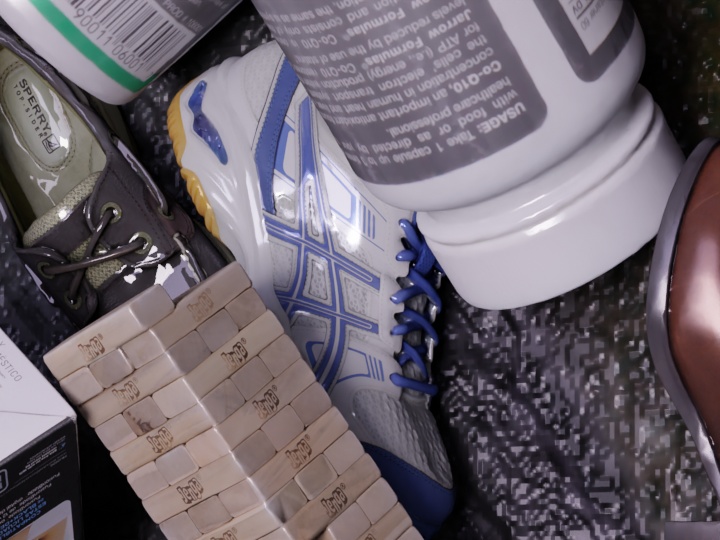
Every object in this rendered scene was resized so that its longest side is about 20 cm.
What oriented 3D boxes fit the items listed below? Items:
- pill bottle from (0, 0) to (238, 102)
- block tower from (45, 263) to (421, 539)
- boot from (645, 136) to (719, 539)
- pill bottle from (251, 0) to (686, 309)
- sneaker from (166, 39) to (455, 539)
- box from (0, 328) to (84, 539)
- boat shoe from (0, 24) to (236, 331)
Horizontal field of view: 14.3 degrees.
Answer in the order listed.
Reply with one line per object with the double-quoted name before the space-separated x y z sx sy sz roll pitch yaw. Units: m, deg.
"pill bottle" -0.056 -0.167 1.074 0.200 0.113 0.113 -42 67 7
"block tower" -0.023 0.092 0.990 0.054 0.058 0.200 -31 95 42
"boot" 0.198 0.044 0.954 0.200 0.068 0.189 -3 81 26
"pill bottle" 0.027 -0.092 0.985 0.113 0.113 0.200 -22 113 23
"sneaker" 0.000 0.000 1.058 0.088 0.075 0.200 -27 74 15
"box" -0.158 0.084 1.061 0.060 0.200 0.117 -33 62 -24
"boat shoe" -0.105 -0.015 1.117 0.072 0.066 0.201 -39 67 17
